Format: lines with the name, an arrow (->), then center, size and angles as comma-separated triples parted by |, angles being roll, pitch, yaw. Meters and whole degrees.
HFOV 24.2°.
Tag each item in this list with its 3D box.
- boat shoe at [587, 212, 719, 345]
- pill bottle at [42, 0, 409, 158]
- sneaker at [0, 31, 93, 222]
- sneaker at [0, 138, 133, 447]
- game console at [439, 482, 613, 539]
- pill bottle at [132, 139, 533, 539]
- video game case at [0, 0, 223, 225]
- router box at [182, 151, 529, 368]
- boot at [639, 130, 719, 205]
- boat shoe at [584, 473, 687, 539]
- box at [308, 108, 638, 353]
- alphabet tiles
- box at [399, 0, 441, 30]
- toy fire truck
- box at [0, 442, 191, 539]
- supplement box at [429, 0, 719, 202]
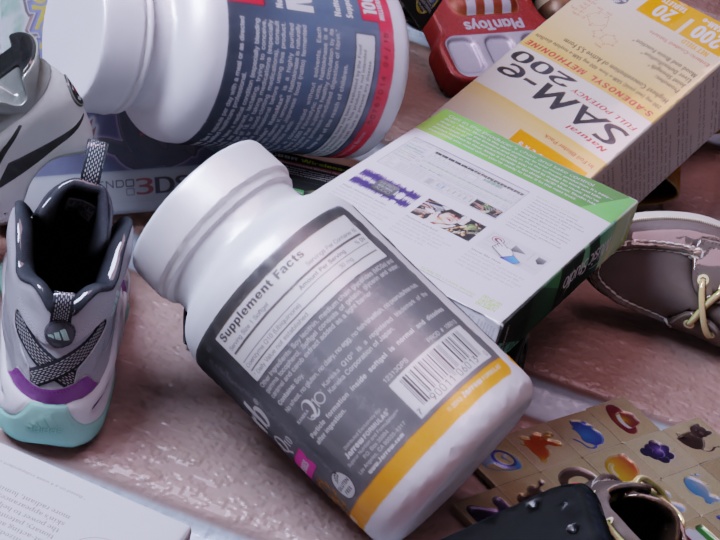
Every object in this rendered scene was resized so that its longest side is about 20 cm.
boat shoe -> 0.238, 0.016, 1.077 | 0.199, 0.072, 0.060 | 15, 28, -7
pill bottle -> -0.082, -0.133, 1.014 | 0.199, 0.120, 0.120 | 2, 33, -34
sneaker -> -0.238, -0.043, 0.941 | 0.199, 0.089, 0.074 | -29, 43, 9
sneaker -> -0.153, -0.017, 0.906 | 0.077, 0.140, 0.200 | 5, 34, -14
game console -> 0.038, 0.189, 0.680 | 0.176, 0.031, 0.200 | -25, 35, 9
pill bottle -> -0.017, 0.034, 0.866 | 0.200, 0.117, 0.116 | 44, 39, 12
video game case -> -0.154, -0.135, 1.055 | 0.182, 0.201, 0.023 | -7, 5, -30
router box -> 0.000, 0.000, 1.018 | 0.199, 0.062, 0.150 | 13, 32, -3
boot -> 0.231, -0.099, 1.271 | 0.200, 0.071, 0.144 | 4, 39, -9
boat shoe -> 0.128, 0.133, 0.799 | 0.072, 0.060, 0.200 | 42, 12, 2
box -> 0.062, -0.025, 0.991 | 0.144, 0.036, 0.200 | 28, 35, 20
alphabet tiles -> 0.154, 0.135, 0.927 | 0.199, 0.006, 0.166 | -13, 41, -36
box -> -0.047, -0.246, 1.098 | 0.200, 0.044, 0.160 | 32, -4, 25
toy fire truck -> 0.128, -0.216, 1.382 | 0.199, 0.112, 0.169 | -6, 62, -29
box -> -0.168, 0.168, 0.658 | 0.124, 0.098, 0.200 | 22, 32, 11
supplement box -> 0.161, -0.112, 1.174 | 0.126, 0.074, 0.200 | 35, 64, 30
